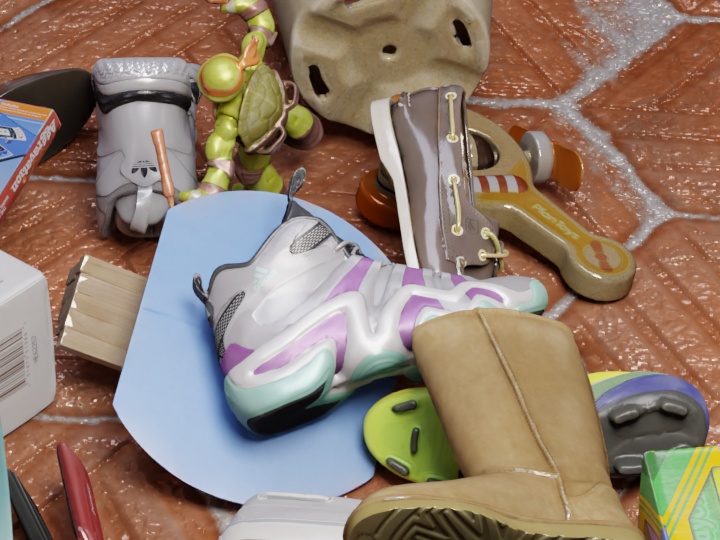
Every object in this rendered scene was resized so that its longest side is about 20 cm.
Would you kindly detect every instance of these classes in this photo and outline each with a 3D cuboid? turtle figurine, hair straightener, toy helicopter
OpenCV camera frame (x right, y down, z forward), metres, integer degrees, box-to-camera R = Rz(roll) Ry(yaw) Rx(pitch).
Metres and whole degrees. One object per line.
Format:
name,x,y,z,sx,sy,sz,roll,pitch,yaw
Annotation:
turtle figurine,-0.068,-0.108,1.866,0.064,0.161,0.200,5,72,17
hair straightener,-0.169,0.180,1.610,0.077,0.041,0.200,-25,44,2
toy helicopter,0.103,-0.046,1.897,0.200,0.079,0.132,39,41,27

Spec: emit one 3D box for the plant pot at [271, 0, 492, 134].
plant pot,0.015,-0.197,1.992,0.200,0.201,0.184,-2,41,-3

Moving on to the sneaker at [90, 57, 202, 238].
sneaker,-0.140,-0.079,1.928,0.075,0.115,0.200,0,2,-1

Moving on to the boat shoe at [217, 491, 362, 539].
boat shoe,0.022,0.156,1.612,0.199,0.072,0.069,0,35,16

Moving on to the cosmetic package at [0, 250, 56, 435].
cosmetic package,-0.279,0.018,1.769,0.200,0.102,0.074,28,44,31

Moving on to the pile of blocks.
pile of blocks,-0.095,0.030,1.799,0.200,0.082,0.062,-5,-9,-21

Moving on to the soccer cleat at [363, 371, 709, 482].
soccer cleat,0.102,0.092,1.712,0.200,0.065,0.084,-2,11,2

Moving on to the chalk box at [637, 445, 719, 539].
chalk box,0.216,0.195,1.501,0.124,0.124,0.200,-4,36,-5

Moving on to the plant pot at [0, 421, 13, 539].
plant pot,-0.272,0.123,1.512,0.161,0.201,0.201,-5,36,1

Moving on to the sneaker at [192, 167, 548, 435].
sneaker,0.000,0.000,1.708,0.200,0.078,0.140,-17,71,-19

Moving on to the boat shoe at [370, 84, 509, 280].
boat shoe,0.056,-0.023,1.796,0.059,0.072,0.200,-17,62,7

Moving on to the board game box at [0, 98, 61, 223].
board game box,-0.300,-0.077,1.892,0.200,0.019,0.103,12,58,26

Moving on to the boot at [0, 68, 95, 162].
boot,-0.304,-0.126,2.002,0.186,0.064,0.200,-26,40,-29

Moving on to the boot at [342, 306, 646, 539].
boot,0.056,0.095,1.576,0.175,0.066,0.200,11,33,-21

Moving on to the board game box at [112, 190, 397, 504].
board game box,-0.059,0.052,1.738,0.158,0.039,0.200,18,62,-8
